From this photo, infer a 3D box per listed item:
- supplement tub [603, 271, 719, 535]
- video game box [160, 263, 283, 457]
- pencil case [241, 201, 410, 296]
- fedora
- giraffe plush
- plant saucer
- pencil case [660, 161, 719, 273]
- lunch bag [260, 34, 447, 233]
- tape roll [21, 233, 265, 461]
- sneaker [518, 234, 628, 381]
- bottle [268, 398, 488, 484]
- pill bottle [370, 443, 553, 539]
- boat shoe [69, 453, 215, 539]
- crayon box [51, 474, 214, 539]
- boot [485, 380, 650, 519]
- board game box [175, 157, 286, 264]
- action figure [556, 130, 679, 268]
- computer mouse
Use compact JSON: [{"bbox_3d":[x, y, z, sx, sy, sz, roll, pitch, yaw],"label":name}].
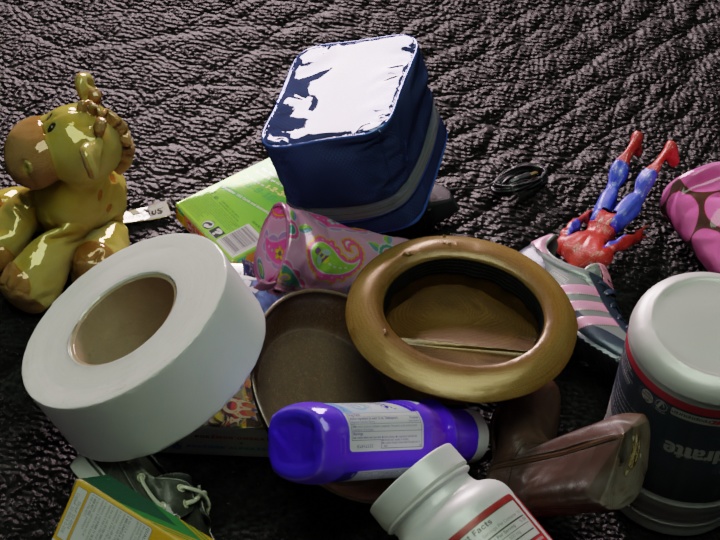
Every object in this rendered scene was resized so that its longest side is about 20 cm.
[{"bbox_3d":[0.278,0.113,1.653,0.140,0.200,0.141,3,46,-3],"label":"supplement tub"},{"bbox_3d":[-0.127,0.076,1.770,0.182,0.047,0.200,1,47,-1],"label":"video game box"},{"bbox_3d":[0.000,0.000,1.784,0.200,0.088,0.088,13,43,-22],"label":"pencil case"},{"bbox_3d":[0.085,0.058,1.713,0.200,0.082,0.201,2,48,-2],"label":"fedora"},{"bbox_3d":[-0.269,-0.082,1.826,0.200,0.162,0.173,-28,54,-26],"label":"giraffe plush"},{"bbox_3d":[-0.020,0.113,1.698,0.200,0.037,0.201,23,49,-29],"label":"plant saucer"},{"bbox_3d":[0.370,-0.020,1.867,0.094,0.091,0.200,-40,55,8],"label":"pencil case"},{"bbox_3d":[0.000,-0.123,1.865,0.136,0.133,0.200,-4,37,21],"label":"lunch bag"},{"bbox_3d":[-0.182,0.062,1.658,0.202,0.071,0.203,-22,36,17],"label":"tape roll"},{"bbox_3d":[0.215,0.037,1.799,0.200,0.070,0.082,38,78,26],"label":"sneaker"},{"bbox_3d":[0.021,0.139,1.626,0.200,0.066,0.083,2,-3,-41],"label":"bottle"},{"bbox_3d":[0.101,0.238,1.551,0.112,0.112,0.200,-33,75,-29],"label":"pill bottle"},{"bbox_3d":[-0.160,0.196,1.624,0.200,0.071,0.064,40,90,30],"label":"boat shoe"},{"bbox_3d":[-0.156,0.262,1.539,0.200,0.126,0.052,28,9,21],"label":"crayon box"},{"bbox_3d":[0.179,0.138,1.630,0.064,0.200,0.187,36,55,-17],"label":"boot"},{"bbox_3d":[-0.071,-0.071,1.924,0.200,0.030,0.096,-30,56,-25],"label":"board game box"},{"bbox_3d":[0.242,-0.050,1.911,0.065,0.052,0.200,23,54,24],"label":"action figure"},{"bbox_3d":[0.097,-0.069,1.936,0.200,0.034,0.059,-13,29,-22],"label":"computer mouse"}]
